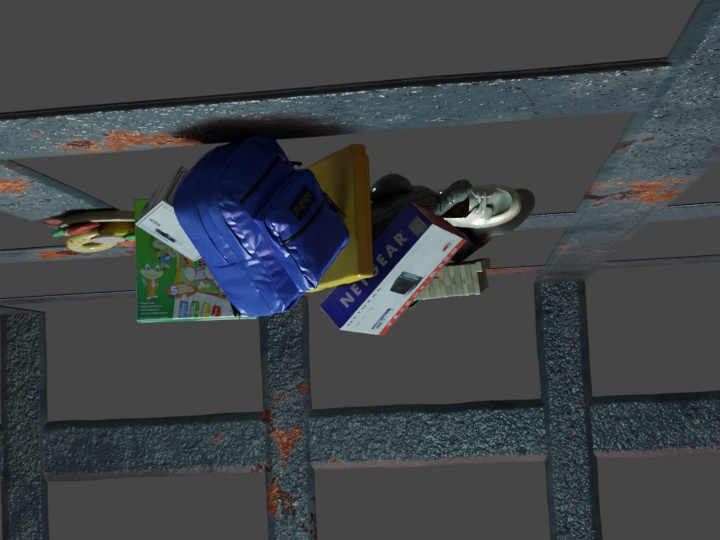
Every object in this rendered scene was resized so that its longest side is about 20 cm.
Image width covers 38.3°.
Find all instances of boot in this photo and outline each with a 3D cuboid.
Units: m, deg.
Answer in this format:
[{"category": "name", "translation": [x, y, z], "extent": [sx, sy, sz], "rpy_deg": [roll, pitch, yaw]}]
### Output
[{"category": "boot", "translation": [0.223, -0.093, 1.852], "extent": [0.185, 0.065, 0.200], "rpy_deg": [-34, -175, 10]}]

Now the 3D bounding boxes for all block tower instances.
[{"category": "block tower", "translation": [0.127, 0.019, 1.805], "extent": [0.197, 0.059, 0.054], "rpy_deg": [-8, -175, 24]}]

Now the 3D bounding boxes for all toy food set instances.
[{"category": "toy food set", "translation": [-0.442, -0.069, 1.839], "extent": [0.197, 0.049, 0.198], "rpy_deg": [-2, 174, 0]}]

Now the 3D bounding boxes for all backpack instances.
[{"category": "backpack", "translation": [-0.121, -0.071, 1.309], "extent": [0.166, 0.201, 0.163], "rpy_deg": [-14, -149, 40]}]

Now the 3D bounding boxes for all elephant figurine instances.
[{"category": "elephant figurine", "translation": [0.058, -0.088, 1.607], "extent": [0.199, 0.156, 0.141], "rpy_deg": [-34, 115, 27]}]

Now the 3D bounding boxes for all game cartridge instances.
[{"category": "game cartridge", "translation": [-0.037, -0.068, 1.429], "extent": [0.032, 0.179, 0.199], "rpy_deg": [1, 173, -27]}]

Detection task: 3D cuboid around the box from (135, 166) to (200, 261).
[{"category": "box", "translation": [-0.256, -0.081, 1.539], "extent": [0.116, 0.061, 0.199], "rpy_deg": [34, 161, -17]}]

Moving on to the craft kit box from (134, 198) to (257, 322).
[{"category": "craft kit box", "translation": [-0.268, -0.018, 1.695], "extent": [0.197, 0.201, 0.049], "rpy_deg": [-2, 171, -9]}]

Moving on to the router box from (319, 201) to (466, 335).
[{"category": "router box", "translation": [0.051, 0.003, 1.511], "extent": [0.200, 0.049, 0.179], "rpy_deg": [-49, 160, 11]}]

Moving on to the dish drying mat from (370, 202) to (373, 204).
[{"category": "dish drying mat", "translation": [0.084, -0.115, 1.805], "extent": [0.197, 0.019, 0.077], "rpy_deg": [-5, 178, 9]}]

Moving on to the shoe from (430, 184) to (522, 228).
[{"category": "shoe", "translation": [0.165, -0.103, 1.699], "extent": [0.197, 0.071, 0.053], "rpy_deg": [-3, -178, 23]}]

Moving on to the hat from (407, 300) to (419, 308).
[{"category": "hat", "translation": [0.003, -0.005, 1.980], "extent": [0.174, 0.202, 0.165], "rpy_deg": [-16, 167, -35]}]
